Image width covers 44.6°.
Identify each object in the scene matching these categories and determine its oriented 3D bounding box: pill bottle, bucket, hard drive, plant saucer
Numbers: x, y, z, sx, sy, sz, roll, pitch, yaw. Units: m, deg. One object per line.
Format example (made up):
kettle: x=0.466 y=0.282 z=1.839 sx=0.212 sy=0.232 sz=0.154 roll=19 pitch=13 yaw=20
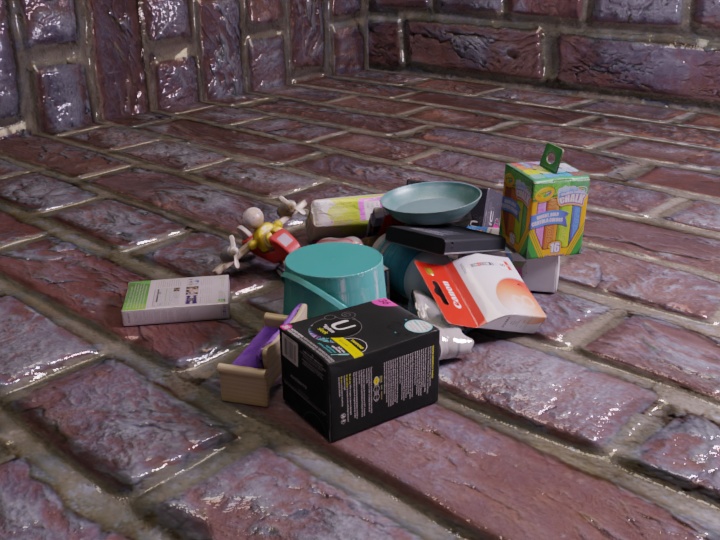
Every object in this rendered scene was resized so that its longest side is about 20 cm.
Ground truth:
pill bottle: x=0.108 y=0.001 z=1.691 sx=0.110 sy=0.112 sz=0.200 roll=-13 pitch=24 yaw=-27
bucket: x=-0.047 y=0.041 z=1.566 sx=0.205 sy=0.136 sz=0.207 roll=-2 pitch=21 yaw=1
hard drive: x=0.162 y=-0.059 z=1.646 sx=0.139 sy=0.033 sz=0.199 roll=15 pitch=13 yaw=40
plant saucer: x=0.137 y=-0.128 z=1.708 sx=0.198 sy=0.036 sz=0.200 roll=-5 pitch=21 yaw=2

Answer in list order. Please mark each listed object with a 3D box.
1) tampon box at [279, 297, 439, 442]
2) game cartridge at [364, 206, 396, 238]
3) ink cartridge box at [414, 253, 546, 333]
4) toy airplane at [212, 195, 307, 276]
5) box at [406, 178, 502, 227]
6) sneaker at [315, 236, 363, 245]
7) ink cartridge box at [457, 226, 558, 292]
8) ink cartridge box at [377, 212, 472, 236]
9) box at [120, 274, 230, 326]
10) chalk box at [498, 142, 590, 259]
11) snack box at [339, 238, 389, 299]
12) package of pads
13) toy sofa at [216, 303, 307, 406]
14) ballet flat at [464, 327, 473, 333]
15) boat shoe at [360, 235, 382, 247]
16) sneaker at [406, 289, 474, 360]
tampon box: x=-0.001 y=0.141 z=1.325 sx=0.199 sy=0.127 sz=0.150 roll=-15 pitch=26 yaw=-31
game cartridge: x=0.078 y=-0.097 z=1.884 sx=0.128 sy=0.039 sz=0.200 roll=-14 pitch=-15 yaw=-8
ink cartridge box: x=0.210 y=0.031 z=1.544 sx=0.199 sy=0.050 sz=0.163 roll=10 pitch=37 yaw=-33
toy airplane: x=-0.211 y=-0.075 z=1.853 sx=0.198 sy=0.142 sz=0.201 roll=-16 pitch=32 yaw=15
box: x=0.209 y=-0.140 z=1.999 sx=0.198 sy=0.107 sz=0.122 roll=9 pitch=1 yaw=26
sneaker: x=-0.078 y=-0.015 z=1.739 sx=0.104 sy=0.076 sz=0.200 roll=-29 pitch=8 yaw=-29
ink cartridge box: x=0.304 y=-0.025 z=1.780 sx=0.198 sy=0.085 sz=0.145 roll=5 pitch=23 yaw=13
ink cartridge box: x=0.127 y=-0.080 z=1.838 sx=0.172 sy=0.044 sz=0.200 roll=-11 pitch=-15 yaw=-9
box: x=-0.350 y=0.056 z=1.685 sx=0.198 sy=0.037 sz=0.145 roll=-3 pitch=22 yaw=-7
chalk box: x=0.351 y=-0.139 z=1.678 sx=0.123 sy=0.202 sz=0.125 roll=-6 pitch=23 yaw=-16
snack box: x=0.000 y=0.000 z=1.750 sx=0.024 sy=0.073 sz=0.200 roll=-14 pitch=25 yaw=-25
package of pads: x=-0.019 y=-0.115 z=1.960 sx=0.198 sy=0.069 sz=0.155 roll=-6 pitch=-12 yaw=-9
toy sofa: x=-0.152 y=0.126 z=1.413 sx=0.082 sy=0.098 sz=0.200 roll=6 pitch=24 yaw=16
ballet flat: x=0.204 y=0.052 z=1.618 sx=0.074 sy=0.075 sz=0.200 roll=9 pitch=24 yaw=23
boat shoe: x=0.086 y=-0.029 z=1.840 sx=0.198 sy=0.073 sz=0.068 roll=4 pitch=-8 yaw=15
sneaker: x=0.132 y=0.098 z=1.523 sx=0.086 sy=0.075 sz=0.200 roll=2 pitch=29 yaw=-16
